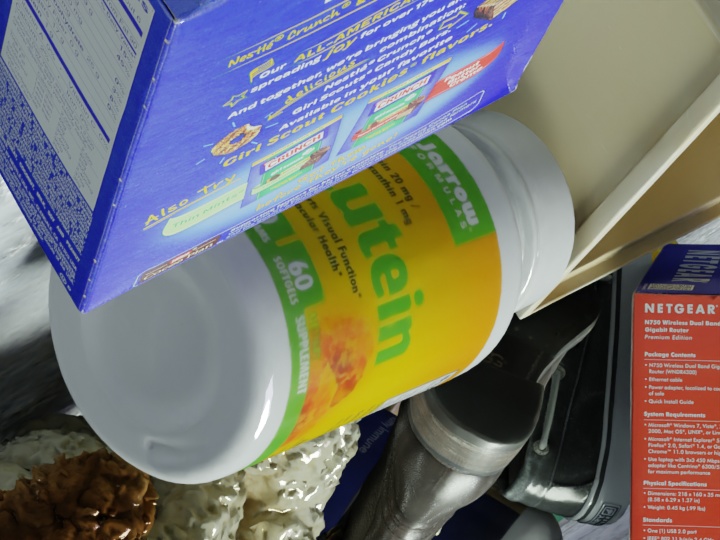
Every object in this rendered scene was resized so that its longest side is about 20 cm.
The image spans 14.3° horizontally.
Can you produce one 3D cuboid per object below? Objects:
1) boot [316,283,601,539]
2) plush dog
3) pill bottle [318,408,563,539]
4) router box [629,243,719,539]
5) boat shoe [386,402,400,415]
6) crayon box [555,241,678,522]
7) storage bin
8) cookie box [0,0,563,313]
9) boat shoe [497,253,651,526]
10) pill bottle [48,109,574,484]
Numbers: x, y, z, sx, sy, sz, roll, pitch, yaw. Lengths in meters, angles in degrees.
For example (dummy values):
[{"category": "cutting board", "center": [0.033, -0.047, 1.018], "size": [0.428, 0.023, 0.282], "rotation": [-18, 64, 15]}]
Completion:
[{"category": "boot", "center": [0.022, 0.084, 1.224], "size": [0.174, 0.069, 0.200], "rotation": [-59, 179, 32]}, {"category": "plush dog", "center": [-0.112, 0.118, 1.143], "size": [0.172, 0.161, 0.200], "rotation": [11, 159, -42]}, {"category": "pill bottle", "center": [0.022, 0.138, 1.329], "size": [0.116, 0.200, 0.116], "rotation": [-55, 168, -19]}, {"category": "router box", "center": [0.154, 0.086, 1.300], "size": [0.049, 0.180, 0.200], "rotation": [1, -174, 10]}, {"category": "boat shoe", "center": [-0.020, 0.073, 1.443], "size": [0.200, 0.071, 0.065], "rotation": [-45, 159, 13]}, {"category": "crayon box", "center": [0.115, 0.044, 1.526], "size": [0.200, 0.127, 0.051], "rotation": [-42, 166, 34]}, {"category": "storage bin", "center": [0.153, -0.098, 1.165], "size": [0.198, 0.094, 0.200], "rotation": [-25, 164, -33]}, {"category": "cookie box", "center": [-0.014, -0.089, 0.815], "size": [0.171, 0.075, 0.200], "rotation": [-29, 167, -22]}, {"category": "boat shoe", "center": [0.090, 0.022, 1.338], "size": [0.068, 0.200, 0.074], "rotation": [14, 154, -18]}, {"category": "pill bottle", "center": [-0.010, 0.000, 1.074], "size": [0.200, 0.111, 0.111], "rotation": [-21, 162, -46]}]
